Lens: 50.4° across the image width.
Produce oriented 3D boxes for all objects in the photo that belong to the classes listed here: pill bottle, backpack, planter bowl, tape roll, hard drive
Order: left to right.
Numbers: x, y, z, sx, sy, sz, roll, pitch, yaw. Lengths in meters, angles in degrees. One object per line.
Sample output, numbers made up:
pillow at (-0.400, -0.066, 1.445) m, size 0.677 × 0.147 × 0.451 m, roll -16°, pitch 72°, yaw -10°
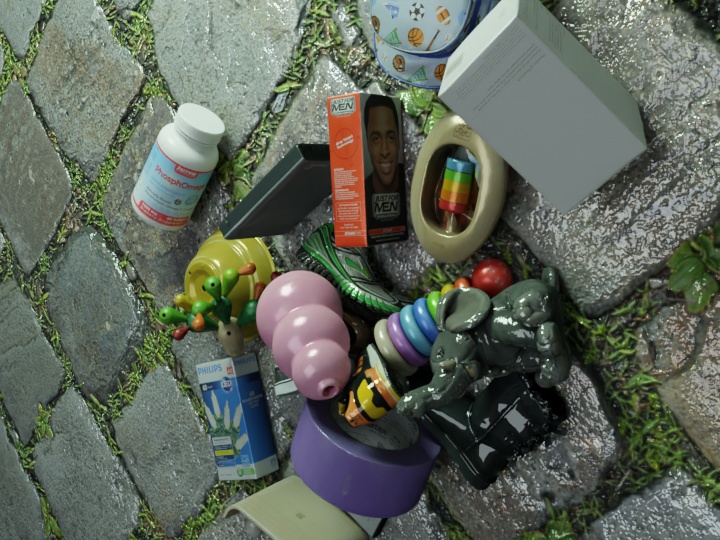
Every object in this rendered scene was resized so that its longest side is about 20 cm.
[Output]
pill bottle at (-0.307, -0.176, 1.300) m, size 0.109 × 0.108 × 0.201 m, roll 48°, pitch 122°, yaw 22°
planter bowl at (-0.237, 0.026, 1.290) m, size 0.197 × 0.083 × 0.205 m, roll 5°, pitch 99°, yaw 37°
hard drive at (-0.102, -0.116, 1.129) m, size 0.199 × 0.138 × 0.033 m, roll -39°, pitch 72°, yaw 34°
tape roll at (0.007, 0.237, 1.054) m, size 0.199 × 0.198 × 0.086 m, roll 33°, pitch 116°, yaw 29°
backpack at (0.099, -0.322, 0.946) m, size 0.197 × 0.153 × 0.194 m, roll 19°, pitch 118°, yaw 31°

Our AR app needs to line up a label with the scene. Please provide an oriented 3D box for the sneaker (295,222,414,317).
sneaker at (0.000, 0.000, 1.106) m, size 0.199 × 0.078 × 0.086 m, roll 35°, pitch 89°, yaw 16°

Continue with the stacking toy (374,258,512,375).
stacking toy at (0.115, 0.052, 1.015) m, size 0.199 × 0.085 × 0.086 m, roll -38°, pitch 73°, yaw 19°

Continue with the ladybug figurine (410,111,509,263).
ladybug figurine at (0.134, -0.111, 0.988) m, size 0.134 × 0.071 × 0.204 m, roll 25°, pitch 112°, yaw 33°

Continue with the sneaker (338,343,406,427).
sneaker at (0.004, 0.157, 1.031) m, size 0.089 × 0.200 × 0.071 m, roll -36°, pitch 94°, yaw -3°

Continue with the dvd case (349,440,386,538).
dvd case at (-0.019, 0.297, 1.197) m, size 0.199 × 0.017 × 0.145 m, roll 38°, pitch 118°, yaw 28°

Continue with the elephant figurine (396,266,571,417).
elephant figurine at (0.144, 0.085, 0.920) m, size 0.196 × 0.155 × 0.145 m, roll -14°, pitch 83°, yaw 22°

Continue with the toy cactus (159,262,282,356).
toy cactus at (-0.208, 0.077, 1.206) m, size 0.167 × 0.197 × 0.103 m, roll 83°, pitch 162°, yaw -46°

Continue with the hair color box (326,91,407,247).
hair color box at (0.011, -0.138, 1.062) m, size 0.060 × 0.101 × 0.205 m, roll 0°, pitch 97°, yaw 38°

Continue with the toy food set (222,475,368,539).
toy food set at (-0.099, 0.408, 1.197) m, size 0.198 × 0.142 × 0.062 m, roll 28°, pitch 112°, yaw 31°

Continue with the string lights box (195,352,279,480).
string lights box at (-0.212, 0.251, 1.316) m, size 0.102 × 0.058 × 0.204 m, roll -15°, pitch 87°, yaw 39°

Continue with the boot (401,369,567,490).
boot at (0.162, 0.171, 1.006) m, size 0.199 × 0.073 × 0.163 m, roll 52°, pitch 121°, yaw 22°

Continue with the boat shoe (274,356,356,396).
boat shoe at (-0.076, 0.146, 1.183) m, size 0.199 × 0.072 × 0.070 m, roll -29°, pitch 69°, yaw 56°

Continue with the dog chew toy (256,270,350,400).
dog chew toy at (-0.069, 0.092, 1.031) m, size 0.126 × 0.123 × 0.201 m, roll -61°, pitch 34°, yaw 26°

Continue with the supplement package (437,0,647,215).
supplement package at (0.199, -0.186, 0.840) m, size 0.199 × 0.122 × 0.120 m, roll 39°, pitch 124°, yaw -14°

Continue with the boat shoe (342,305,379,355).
boat shoe at (-0.058, 0.073, 1.163) m, size 0.197 × 0.070 × 0.072 m, roll 17°, pitch 95°, yaw 36°
